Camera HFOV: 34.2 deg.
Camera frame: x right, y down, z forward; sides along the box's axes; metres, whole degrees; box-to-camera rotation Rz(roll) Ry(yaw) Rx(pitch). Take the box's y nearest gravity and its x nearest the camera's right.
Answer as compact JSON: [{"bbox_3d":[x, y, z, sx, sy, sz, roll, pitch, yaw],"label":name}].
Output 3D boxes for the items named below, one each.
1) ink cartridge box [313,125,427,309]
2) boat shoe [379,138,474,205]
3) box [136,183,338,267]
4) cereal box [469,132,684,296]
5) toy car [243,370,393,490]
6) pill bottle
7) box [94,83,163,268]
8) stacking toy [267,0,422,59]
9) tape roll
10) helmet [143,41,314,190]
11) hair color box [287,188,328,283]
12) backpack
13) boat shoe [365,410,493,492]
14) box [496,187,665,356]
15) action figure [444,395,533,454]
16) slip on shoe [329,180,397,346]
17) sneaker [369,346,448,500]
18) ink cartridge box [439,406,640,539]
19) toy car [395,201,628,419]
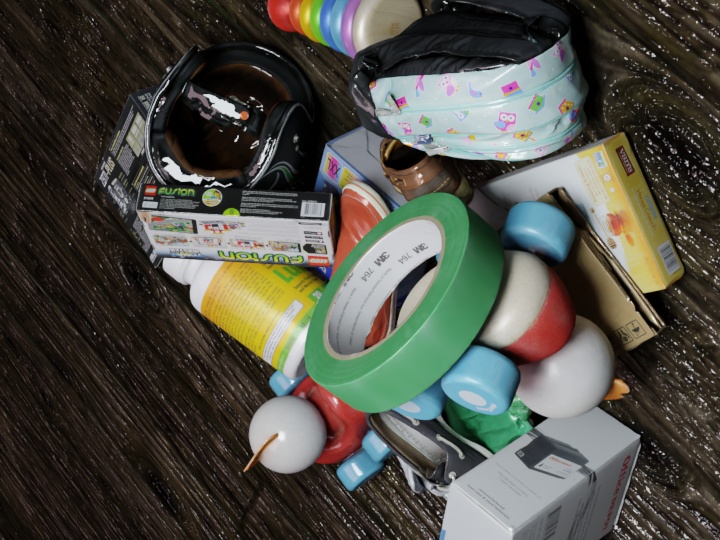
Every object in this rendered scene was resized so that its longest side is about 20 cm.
[{"bbox_3d":[0.009,-0.040,1.312,0.136,0.076,0.200,42,140,25],"label":"ink cartridge box"},{"bbox_3d":[0.055,-0.111,1.155,0.068,0.072,0.200,52,-175,-24],"label":"boat shoe"},{"bbox_3d":[-0.127,-0.046,1.239,0.200,0.035,0.110,4,155,4],"label":"box"},{"bbox_3d":[0.195,-0.036,1.116,0.200,0.040,0.144,-18,100,53],"label":"cereal box"},{"bbox_3d":[-0.078,0.201,1.459,0.184,0.200,0.177,52,142,14],"label":"toy car"},{"bbox_3d":[-0.122,0.024,1.331,0.200,0.111,0.111,35,137,11],"label":"pill bottle"},{"bbox_3d":[-0.257,-0.127,1.564,0.164,0.086,0.200,54,142,11],"label":"box"},{"bbox_3d":[-0.030,-0.265,1.219,0.200,0.085,0.085,24,129,45],"label":"stacking toy"},{"bbox_3d":[0.035,0.026,1.017,0.048,0.201,0.200,37,151,-24],"label":"tape roll"},{"bbox_3d":[-0.147,-0.157,1.318,0.200,0.191,0.200,1,99,6],"label":"helmet"},{"bbox_3d":[-0.116,-0.015,1.448,0.065,0.109,0.200,-17,98,53],"label":"hair color box"},{"bbox_3d":[0.110,-0.173,1.060,0.200,0.167,0.127,10,135,43],"label":"backpack"},{"bbox_3d":[0.086,0.200,1.250,0.200,0.060,0.074,48,128,-5],"label":"boat shoe"},{"bbox_3d":[0.178,0.027,1.132,0.164,0.021,0.200,53,145,3],"label":"box"},{"bbox_3d":[0.147,0.158,1.249,0.118,0.055,0.200,53,160,9],"label":"action figure"},{"bbox_3d":[0.000,0.000,1.236,0.074,0.061,0.200,27,131,36],"label":"slip on shoe"},{"bbox_3d":[0.062,0.174,1.325,0.115,0.075,0.200,58,173,50],"label":"sneaker"},{"bbox_3d":[0.177,0.238,1.178,0.084,0.200,0.145,36,136,34],"label":"ink cartridge box"},{"bbox_3d":[0.152,0.075,1.065,0.200,0.184,0.177,38,151,-25],"label":"toy car"}]
